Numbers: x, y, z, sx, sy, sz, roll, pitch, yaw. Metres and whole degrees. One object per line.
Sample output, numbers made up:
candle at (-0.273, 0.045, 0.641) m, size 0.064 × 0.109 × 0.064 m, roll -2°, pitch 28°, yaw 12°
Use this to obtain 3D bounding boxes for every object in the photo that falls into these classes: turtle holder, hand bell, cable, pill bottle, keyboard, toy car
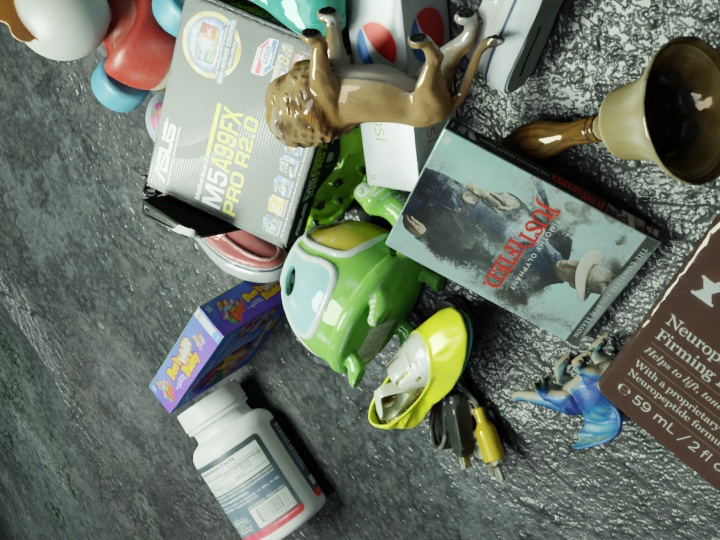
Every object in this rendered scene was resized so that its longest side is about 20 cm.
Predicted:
turtle holder at (-0.008, 0.008, 0.934) m, size 0.132 × 0.141 × 0.186 m, roll 37°, pitch 147°, yaw 22°
hand bell at (0.182, -0.110, 0.747) m, size 0.200 × 0.104 × 0.104 m, roll -2°, pitch 113°, yaw 59°
cable at (0.104, 0.121, 0.991) m, size 0.097 × 0.050 × 0.201 m, roll 8°, pitch 108°, yaw 60°
pill bottle at (-0.146, 0.248, 1.231) m, size 0.200 × 0.119 × 0.120 m, roll 57°, pitch 139°, yaw 2°
keyboard at (-0.146, -0.072, 0.981) m, size 0.127 × 0.200 × 0.021 m, roll 32°, pitch 116°, yaw 26°
toy car at (-0.283, -0.276, 0.962) m, size 0.184 × 0.200 × 0.177 m, roll -30°, pitch 69°, yaw 44°

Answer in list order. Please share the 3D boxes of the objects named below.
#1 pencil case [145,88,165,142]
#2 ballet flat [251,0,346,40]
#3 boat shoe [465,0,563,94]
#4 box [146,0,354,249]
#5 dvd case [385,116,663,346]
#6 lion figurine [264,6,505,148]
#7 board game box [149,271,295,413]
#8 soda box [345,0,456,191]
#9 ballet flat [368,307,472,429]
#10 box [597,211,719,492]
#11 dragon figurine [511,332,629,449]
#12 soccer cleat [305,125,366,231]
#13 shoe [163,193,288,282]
pencil case at (-0.140, -0.168, 1.004) m, size 0.200 × 0.091 × 0.083 m, roll 2°, pitch 145°, yaw 46°
ballet flat at (-0.088, -0.268, 0.829) m, size 0.200 × 0.067 × 0.071 m, roll 32°, pitch 134°, yaw 26°
boat shoe at (0.124, -0.226, 0.720) m, size 0.067 × 0.074 × 0.200 m, roll 39°, pitch 136°, yaw 16°
box at (-0.105, -0.142, 0.887) m, size 0.160 × 0.044 × 0.200 m, roll 25°, pitch 117°, yaw 11°
dvd case at (0.135, -0.029, 0.820) m, size 0.200 × 0.022 × 0.146 m, roll 28°, pitch 134°, yaw 0°
lion figurine at (0.014, -0.147, 0.772) m, size 0.199 × 0.073 × 0.123 m, roll 8°, pitch 134°, yaw 12°
board game box at (-0.162, 0.080, 1.135) m, size 0.045 × 0.134 × 0.200 m, roll 49°, pitch 137°, yaw 9°
soda box at (0.038, -0.175, 0.838) m, size 0.064 × 0.068 × 0.201 m, roll 13°, pitch 122°, yaw 38°
ballet flat at (0.053, 0.108, 0.955) m, size 0.200 × 0.067 × 0.067 m, roll 113°, pitch 141°, yaw -53°
box at (0.300, 0.033, 0.639) m, size 0.166 × 0.164 × 0.200 m, roll 40°, pitch 135°, yaw 19°
dragon figurine at (0.212, 0.122, 0.856) m, size 0.100 × 0.059 × 0.200 m, roll 55°, pitch 137°, yaw 4°
soccer cleat at (-0.029, -0.127, 0.945) m, size 0.081 × 0.067 × 0.200 m, roll 49°, pitch 137°, yaw 32°
shoe at (-0.157, -0.071, 1.086) m, size 0.200 × 0.071 × 0.091 m, roll 37°, pitch 140°, yaw 28°
